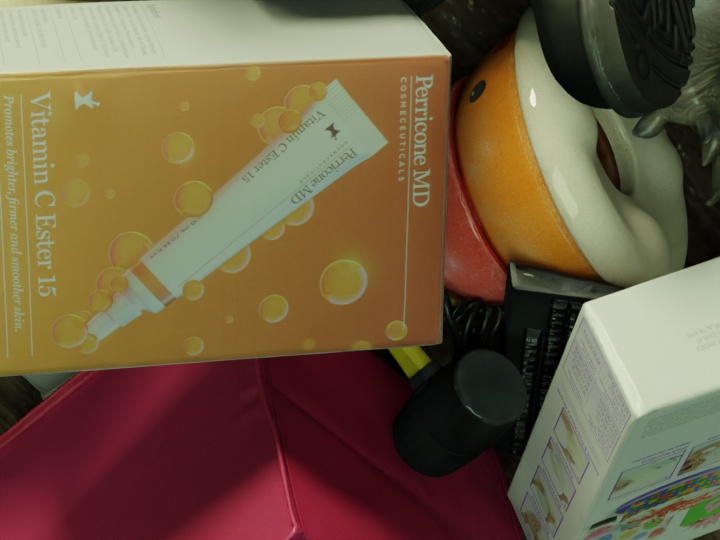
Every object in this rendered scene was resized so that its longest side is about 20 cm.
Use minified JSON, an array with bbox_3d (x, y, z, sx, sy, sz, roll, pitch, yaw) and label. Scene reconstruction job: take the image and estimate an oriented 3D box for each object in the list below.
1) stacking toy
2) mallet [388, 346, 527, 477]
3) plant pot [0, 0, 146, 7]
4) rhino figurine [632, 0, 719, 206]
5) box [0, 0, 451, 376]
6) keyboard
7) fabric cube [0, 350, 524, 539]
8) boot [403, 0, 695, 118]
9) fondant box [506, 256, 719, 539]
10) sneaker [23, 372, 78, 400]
[{"bbox_3d":[0.041,-0.028,0.973,0.200,0.146,0.146,-22,110,26],"label":"stacking toy"},{"bbox_3d":[0.000,0.000,0.923,0.200,0.041,0.066,56,140,-1],"label":"mallet"},{"bbox_3d":[-0.173,-0.074,0.933,0.200,0.187,0.188,-27,109,-3],"label":"plant pot"},{"bbox_3d":[0.157,-0.128,0.916,0.060,0.087,0.201,11,103,40],"label":"rhino figurine"},{"bbox_3d":[-0.072,-0.037,0.827,0.199,0.098,0.125,-4,113,-12],"label":"box"},{"bbox_3d":[0.086,0.060,0.975,0.104,0.040,0.200,12,154,8],"label":"keyboard"},{"bbox_3d":[-0.051,0.151,0.961,0.196,0.200,0.199,-38,126,18],"label":"fabric cube"},{"bbox_3d":[0.052,-0.130,0.874,0.158,0.212,0.079,-23,141,28],"label":"boot"},{"bbox_3d":[0.154,0.062,0.923,0.144,0.058,0.200,-18,153,-16],"label":"fondant box"},{"bbox_3d":[-0.113,-0.015,0.995,0.082,0.075,0.200,35,109,-13],"label":"sneaker"}]
